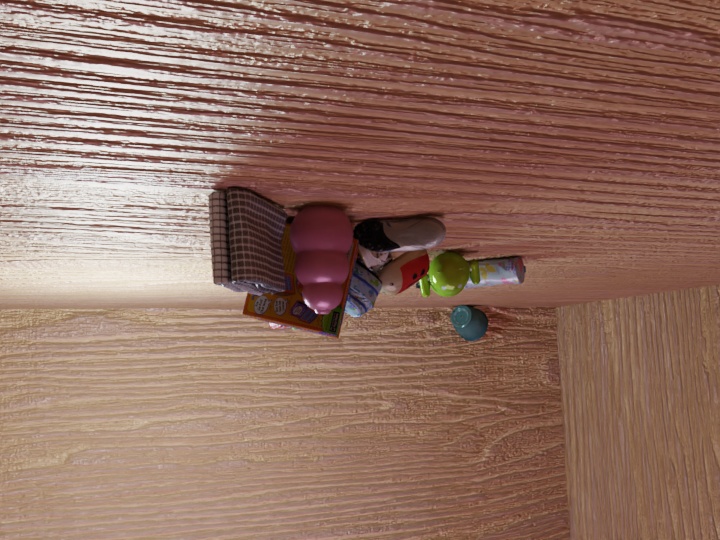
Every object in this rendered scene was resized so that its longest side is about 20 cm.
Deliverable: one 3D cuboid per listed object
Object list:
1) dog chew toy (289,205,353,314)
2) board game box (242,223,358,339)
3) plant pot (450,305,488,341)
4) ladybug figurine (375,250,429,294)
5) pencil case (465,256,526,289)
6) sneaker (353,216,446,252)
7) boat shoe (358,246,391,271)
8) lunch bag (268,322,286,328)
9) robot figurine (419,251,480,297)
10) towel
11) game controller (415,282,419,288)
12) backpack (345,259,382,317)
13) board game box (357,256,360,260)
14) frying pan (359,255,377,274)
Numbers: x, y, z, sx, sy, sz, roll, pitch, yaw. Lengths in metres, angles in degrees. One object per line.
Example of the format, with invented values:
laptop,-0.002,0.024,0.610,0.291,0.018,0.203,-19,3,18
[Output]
dog chew toy,-0.074,-0.018,1.253,0.123,0.203,0.125,-1,172,0
board game box,-0.121,0.024,1.411,0.197,0.203,0.200,13,173,0
plant pot,0.629,0.297,3.888,0.198,0.203,0.187,-6,157,32
ladybug figurine,0.116,0.006,1.724,0.199,0.072,0.136,-30,166,-37
pencil case,0.402,0.009,2.010,0.198,0.084,0.090,-7,164,32
sneaker,0.083,-0.075,1.382,0.197,0.073,0.072,0,-178,15
boat shoe,0.035,-0.048,1.600,0.069,0.071,0.200,-29,169,8
lunch bag,-0.220,0.062,1.841,0.081,0.203,0.176,-4,173,-21
robot figurine,0.250,0.011,1.868,0.173,0.117,0.200,-11,171,3
towel,-0.193,-0.046,1.172,0.084,0.168,0.200,-9,171,14
game controller,0.281,0.042,2.403,0.103,0.043,0.200,1,173,-19
backpack,-0.044,0.025,1.618,0.198,0.156,0.163,19,164,-24
board game box,-0.094,-0.020,1.876,0.198,0.029,0.134,-5,172,41
frying pan,0.015,0.005,1.788,0.114,0.031,0.190,18,162,-19
